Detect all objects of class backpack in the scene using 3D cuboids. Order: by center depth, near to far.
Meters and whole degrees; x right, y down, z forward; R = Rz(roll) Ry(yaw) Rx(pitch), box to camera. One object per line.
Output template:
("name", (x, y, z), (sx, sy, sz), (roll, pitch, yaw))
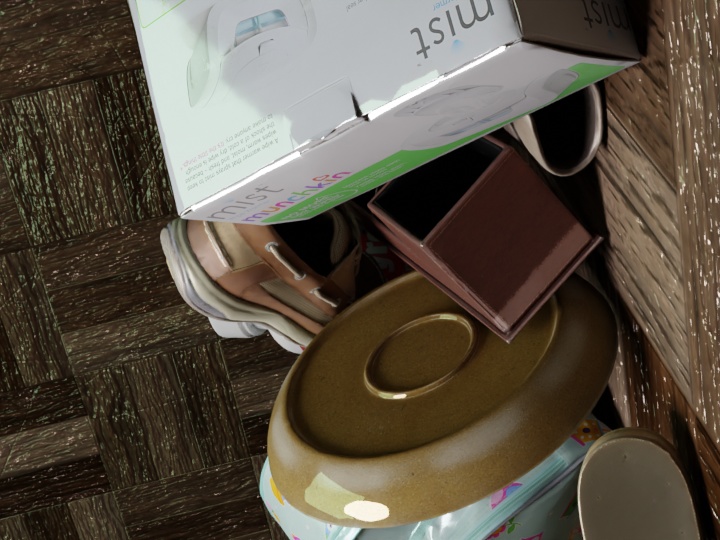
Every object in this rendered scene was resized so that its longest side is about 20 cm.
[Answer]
("backpack", (0.047, 0.119, 0.874), (0.154, 0.199, 0.176), (58, 166, 28))

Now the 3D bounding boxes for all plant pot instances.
("plant pot", (0.036, 0.052, 0.774), (0.028, 0.199, 0.200), (61, -175, -30))

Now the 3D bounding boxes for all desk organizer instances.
("desk organizer", (0.036, -0.045, 0.802), (0.077, 0.072, 0.200), (43, 178, -31))

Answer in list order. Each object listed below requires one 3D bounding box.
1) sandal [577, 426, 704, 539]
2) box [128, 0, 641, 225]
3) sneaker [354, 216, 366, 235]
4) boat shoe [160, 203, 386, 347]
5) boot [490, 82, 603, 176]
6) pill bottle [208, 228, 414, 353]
("sandal", (0.145, 0.175, 0.715), (0.070, 0.077, 0.213), (-30, -67, -73))
("box", (-0.005, -0.135, 0.642), (0.096, 0.200, 0.177), (-2, -107, -50))
("sneaker", (-0.018, -0.096, 0.949), (0.075, 0.200, 0.115), (38, -174, -48))
("boat shoe", (-0.030, -0.004, 0.847), (0.200, 0.072, 0.076), (9, -131, -62))
("boot", (0.075, -0.097, 0.745), (0.146, 0.070, 0.200), (59, 177, 42))
("pill bottle", (0.000, 0.000, 1.002), (0.112, 0.199, 0.113), (-3, -90, -75))
